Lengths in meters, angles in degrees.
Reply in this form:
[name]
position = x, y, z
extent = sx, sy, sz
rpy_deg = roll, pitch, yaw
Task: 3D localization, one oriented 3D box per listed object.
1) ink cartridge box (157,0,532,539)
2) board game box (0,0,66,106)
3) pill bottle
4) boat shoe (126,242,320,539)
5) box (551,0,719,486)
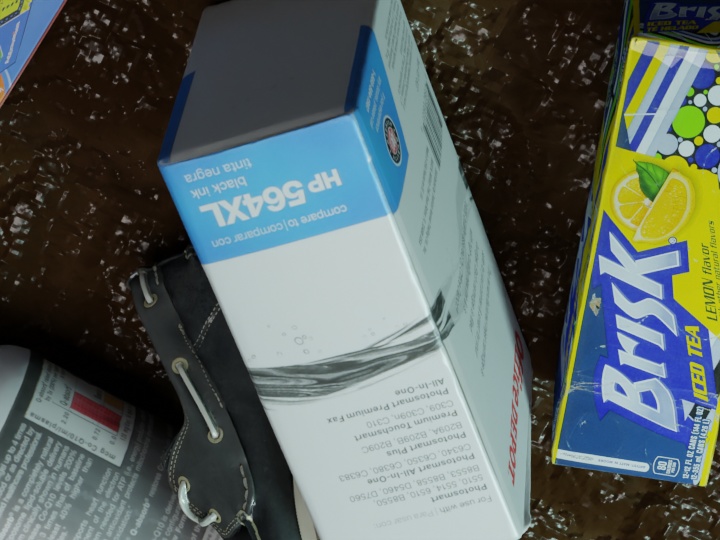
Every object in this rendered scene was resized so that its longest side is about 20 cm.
[ink cartridge box]
position = 0.000, 0.000, 1.189
extent = 0.084, 0.146, 0.201
rpy_deg = -15, 116, 13
[board game box]
position = -0.154, -0.147, 1.196
extent = 0.103, 0.019, 0.200
rpy_deg = 31, 118, -10
[pill bottle]
position = -0.135, 0.102, 1.278
extent = 0.200, 0.117, 0.117
rpy_deg = 29, 118, -10
[boat shoe]
position = -0.046, 0.083, 1.234
extent = 0.067, 0.072, 0.201
rpy_deg = -17, 75, 7
[box]
position = 0.126, -0.014, 1.215
extent = 0.070, 0.064, 0.201
rpy_deg = 9, 119, 1
